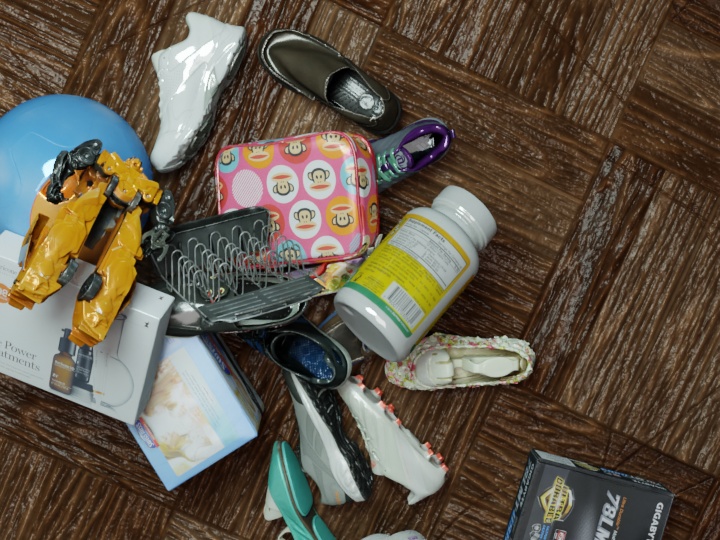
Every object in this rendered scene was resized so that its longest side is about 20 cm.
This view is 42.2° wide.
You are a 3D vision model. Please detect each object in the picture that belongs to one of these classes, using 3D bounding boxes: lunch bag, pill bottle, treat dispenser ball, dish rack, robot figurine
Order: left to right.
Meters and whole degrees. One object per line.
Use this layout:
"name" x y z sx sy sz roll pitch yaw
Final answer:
"treat dispenser ball" -0.338 -0.098 1.071 0.197 0.201 0.205 0 96 -3
"robot figurine" -0.268 -0.034 0.939 0.144 0.058 0.202 37 50 -27
"dish rack" -0.134 -0.005 1.001 0.151 0.199 0.056 -18 117 -25
"lunch bag" -0.075 -0.071 1.122 0.196 0.082 0.180 -3 95 22
"pill bottle" 0.070 -0.001 1.100 0.113 0.113 0.200 44 74 -7

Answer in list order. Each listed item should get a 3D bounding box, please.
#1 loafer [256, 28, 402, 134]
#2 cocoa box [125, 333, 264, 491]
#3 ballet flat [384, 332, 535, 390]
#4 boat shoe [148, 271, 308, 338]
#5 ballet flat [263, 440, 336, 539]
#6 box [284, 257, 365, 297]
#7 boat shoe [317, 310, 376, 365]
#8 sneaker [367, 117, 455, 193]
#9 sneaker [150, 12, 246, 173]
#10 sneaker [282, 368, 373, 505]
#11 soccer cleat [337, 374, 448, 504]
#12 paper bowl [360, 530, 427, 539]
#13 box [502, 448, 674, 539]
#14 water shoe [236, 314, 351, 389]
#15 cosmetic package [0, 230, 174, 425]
"loafer" -0.037 -0.237 1.132 0.198 0.071 0.074 28 94 4
"cocoa box" -0.224 0.135 1.138 0.132 0.131 0.202 -31 97 0
"ballet flat" 0.129 0.118 1.193 0.196 0.064 0.077 -7 97 -2
"boat shoe" -0.156 0.035 1.057 0.198 0.063 0.075 -2 82 -22
"ballet flat" -0.085 0.321 1.203 0.069 0.067 0.203 -25 96 12
"box" 0.000 0.000 1.183 0.196 0.041 0.039 -12 96 -3
"boat shoe" 0.019 0.067 1.175 0.198 0.072 0.073 -30 95 -1
"sneaker" 0.023 -0.132 1.146 0.198 0.088 0.075 -30 97 0
"sneaker" -0.217 -0.219 1.137 0.098 0.078 0.203 25 85 1
"sneaker" -0.057 0.209 1.189 0.078 0.074 0.203 -23 93 20
"soccer cleat" 0.029 0.218 1.197 0.077 0.069 0.200 -42 100 5
"paper bowl" 0.019 0.416 1.168 0.104 0.200 0.202 35 94 34
"box" 0.293 0.360 1.238 0.195 0.050 0.204 16 96 -4
"water shoe" -0.099 0.075 1.140 0.198 0.079 0.072 27 91 19
"cosmetic package" -0.314 0.064 1.012 0.197 0.052 0.153 21 118 0
